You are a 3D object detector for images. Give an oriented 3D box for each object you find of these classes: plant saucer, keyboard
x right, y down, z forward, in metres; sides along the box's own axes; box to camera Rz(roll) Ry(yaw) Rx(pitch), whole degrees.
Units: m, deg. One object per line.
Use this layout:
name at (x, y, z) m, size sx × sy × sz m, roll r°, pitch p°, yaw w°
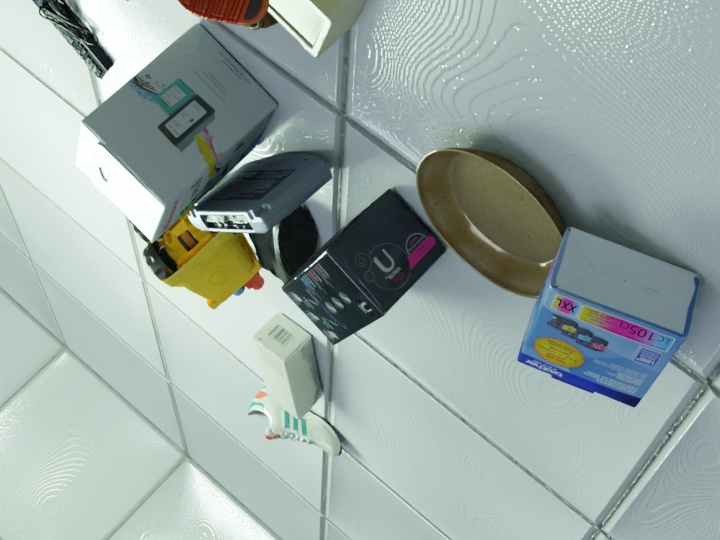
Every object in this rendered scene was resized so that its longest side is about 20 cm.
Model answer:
plant saucer at (0.145, -0.057, 1.207) m, size 0.199 × 0.035 × 0.201 m, roll 36°, pitch 156°, yaw 19°
keyboard at (-0.443, -0.360, 1.683) m, size 0.200 × 0.040 × 0.104 m, roll 49°, pitch 157°, yaw -11°

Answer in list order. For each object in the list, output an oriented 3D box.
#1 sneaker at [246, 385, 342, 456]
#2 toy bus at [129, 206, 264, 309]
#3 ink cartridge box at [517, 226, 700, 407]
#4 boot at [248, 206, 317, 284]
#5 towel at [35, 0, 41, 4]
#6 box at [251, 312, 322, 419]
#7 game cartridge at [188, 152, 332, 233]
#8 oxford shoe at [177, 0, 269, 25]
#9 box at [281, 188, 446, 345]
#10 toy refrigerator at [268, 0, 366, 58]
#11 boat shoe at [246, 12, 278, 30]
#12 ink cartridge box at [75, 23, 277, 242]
sneaker at (-0.127, 0.297, 2.161) m, size 0.199 × 0.093 × 0.071 m, roll 39°, pitch 156°, yaw 14°
toy bus at (-0.228, -0.043, 1.729) m, size 0.192 × 0.135 × 0.201 m, roll 39°, pitch -167°, yaw -46°
ink cartridge box at (0.238, 0.057, 1.148) m, size 0.135 × 0.077 × 0.201 m, roll 21°, pitch 154°, yaw 7°
boot at (-0.121, -0.040, 1.646) m, size 0.130 × 0.068 × 0.201 m, roll 37°, pitch 154°, yaw 33°
towel at (-0.435, -0.441, 1.443) m, size 0.024 × 0.145 × 0.201 m, roll -23°, pitch 117°, yaw 17°
box at (-0.122, 0.165, 1.970) m, size 0.082 × 0.068 × 0.201 m, roll 34°, pitch 155°, yaw 24°
game cartridge at (-0.124, -0.099, 1.459) m, size 0.199 × 0.133 × 0.041 m, roll 5°, pitch 136°, yaw 56°
oxford shoe at (-0.159, -0.294, 1.156) m, size 0.199 × 0.072 × 0.072 m, roll 32°, pitch -168°, yaw 25°
box at (0.000, 0.000, 1.431) m, size 0.106 × 0.122 × 0.200 m, roll 46°, pitch 157°, yaw -3°
toy refrigerator at (-0.088, -0.311, 1.138) m, size 0.200 × 0.070 × 0.076 m, roll 45°, pitch 157°, yaw 1°
boat shoe at (-0.153, -0.312, 1.244) m, size 0.199 × 0.068 × 0.072 m, roll 27°, pitch 152°, yaw 39°
ink cartridge box at (-0.233, -0.169, 1.444) m, size 0.146 × 0.200 × 0.147 m, roll 45°, pitch 157°, yaw -1°
